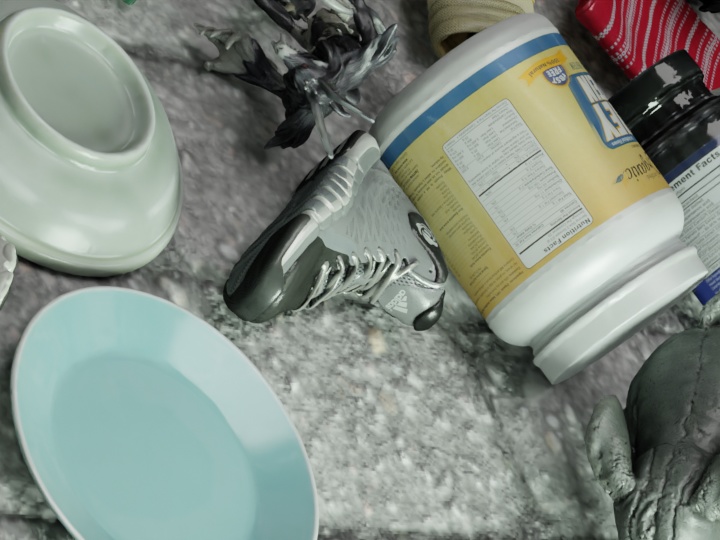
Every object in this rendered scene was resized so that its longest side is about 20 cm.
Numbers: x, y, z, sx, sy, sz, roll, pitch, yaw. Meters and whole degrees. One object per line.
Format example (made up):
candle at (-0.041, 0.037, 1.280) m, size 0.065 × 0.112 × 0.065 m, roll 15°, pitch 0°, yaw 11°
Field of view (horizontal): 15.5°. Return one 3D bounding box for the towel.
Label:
towel at (0.238, -0.164, 2.005) m, size 0.200 × 0.022 × 0.145 m, roll 46°, pitch 35°, yaw -19°

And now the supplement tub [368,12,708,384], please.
supplement tub at (0.113, -0.044, 1.674) m, size 0.201 × 0.145 × 0.144 m, roll 55°, pitch 35°, yaw 8°

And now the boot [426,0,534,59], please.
boot at (0.107, -0.198, 1.877) m, size 0.199 × 0.073 × 0.156 m, roll 17°, pitch 50°, yaw -46°

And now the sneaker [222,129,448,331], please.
sneaker at (0.000, 0.000, 1.575) m, size 0.116 × 0.075 × 0.200 m, roll 47°, pitch 34°, yaw -7°

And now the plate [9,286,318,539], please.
plate at (-0.107, 0.098, 1.408) m, size 0.199 × 0.026 × 0.201 m, roll 29°, pitch 40°, yaw -28°

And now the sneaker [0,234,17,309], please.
sneaker at (-0.233, 0.032, 1.291) m, size 0.083 × 0.081 × 0.200 m, roll 38°, pitch 37°, yaw -5°

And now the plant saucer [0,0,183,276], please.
plant saucer at (-0.171, -0.092, 1.495) m, size 0.199 × 0.050 × 0.201 m, roll 28°, pitch 41°, yaw -27°

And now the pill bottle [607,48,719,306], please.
pill bottle at (0.253, -0.051, 1.861) m, size 0.200 × 0.112 × 0.112 m, roll 54°, pitch 35°, yaw 8°

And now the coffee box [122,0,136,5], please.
coffee box at (-0.165, -0.267, 1.668) m, size 0.123 × 0.044 × 0.201 m, roll 34°, pitch 37°, yaw -20°

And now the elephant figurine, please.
elephant figurine at (0.197, 0.130, 1.604) m, size 0.155 × 0.141 × 0.200 m, roll 52°, pitch 31°, yaw -5°

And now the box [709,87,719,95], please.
box at (0.362, -0.114, 1.933) m, size 0.124 × 0.199 × 0.098 m, roll -9°, pitch 81°, yaw -60°

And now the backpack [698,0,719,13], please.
backpack at (0.249, -0.314, 2.051) m, size 0.199 × 0.151 × 0.178 m, roll 34°, pitch -1°, yaw -12°

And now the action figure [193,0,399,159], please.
action figure at (-0.042, -0.154, 1.638) m, size 0.102 × 0.119 × 0.201 m, roll 30°, pitch 27°, yaw -27°
